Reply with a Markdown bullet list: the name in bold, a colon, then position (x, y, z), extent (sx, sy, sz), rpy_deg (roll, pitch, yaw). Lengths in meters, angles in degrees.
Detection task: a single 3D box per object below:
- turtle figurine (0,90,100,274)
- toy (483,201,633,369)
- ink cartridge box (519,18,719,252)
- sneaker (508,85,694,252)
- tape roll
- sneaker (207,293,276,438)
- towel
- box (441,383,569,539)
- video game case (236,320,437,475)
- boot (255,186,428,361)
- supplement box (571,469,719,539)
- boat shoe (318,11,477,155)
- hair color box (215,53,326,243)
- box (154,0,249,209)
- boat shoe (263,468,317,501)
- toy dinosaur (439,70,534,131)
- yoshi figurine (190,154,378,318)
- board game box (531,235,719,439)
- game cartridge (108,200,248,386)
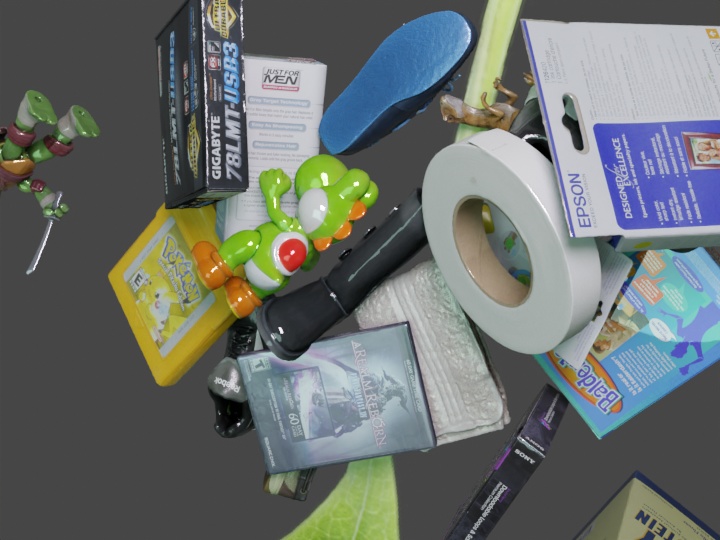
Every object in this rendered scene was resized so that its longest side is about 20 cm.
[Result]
- **turtle figurine**: position (-0.414, -0.111, 1.080), extent (0.144, 0.201, 0.194), rpy_deg (37, 117, -26)
- **toy**: position (0.174, -0.013, 0.840), extent (0.200, 0.047, 0.116), rpy_deg (43, 125, 39)
- **ink cartridge box**: position (0.235, -0.113, 0.718), extent (0.198, 0.047, 0.200), rpy_deg (-3, 69, -12)
- **sneaker**: position (0.204, -0.072, 0.762), extent (0.200, 0.091, 0.067), rpy_deg (42, 158, 5)
- **tape roll**: position (0.127, -0.024, 0.772), extent (0.203, 0.037, 0.204), rpy_deg (46, 150, 36)
- **sneaker**: position (-0.139, 0.112, 1.034), extent (0.066, 0.090, 0.202), rpy_deg (14, 109, 20)
- **towel**: position (0.075, 0.096, 0.962), extent (0.132, 0.034, 0.202), rpy_deg (-22, 93, 27)
- **box**: position (0.141, 0.224, 0.903), extent (0.036, 0.143, 0.201), rpy_deg (32, 115, 12)
- **video game case**: position (-0.027, 0.143, 0.967), extent (0.198, 0.019, 0.144), rpy_deg (-12, 100, 13)
- **boot**: position (0.000, 0.000, 0.885), extent (0.199, 0.165, 0.066), rpy_deg (-37, 90, 20)
- **supplement box**: position (0.252, 0.345, 0.850), extent (0.134, 0.200, 0.201), rpy_deg (37, 116, 11)
- **boat shoe**: position (0.039, -0.193, 0.888), extent (0.199, 0.068, 0.085), rpy_deg (-30, 78, 32)
- **hair color box**: position (-0.099, -0.128, 0.944), extent (0.098, 0.061, 0.202), rpy_deg (0, 109, -19)
- **box**: position (-0.170, -0.172, 0.918), extent (0.198, 0.049, 0.202), rpy_deg (-1, 91, 64)
- **boat shoe**: position (-0.051, 0.181, 1.030), extent (0.064, 0.073, 0.201), rpy_deg (24, 106, -11)
- **toy dinosaur**: position (0.174, -0.134, 0.853), extent (0.199, 0.060, 0.107), rpy_deg (35, 128, 16)
- **yoshi figurine**: position (-0.075, -0.048, 0.911), extent (0.199, 0.112, 0.113), rpy_deg (-34, 83, 7)
- **board game box**: position (0.266, 0.047, 0.853), extent (0.200, 0.045, 0.153), rpy_deg (-41, 83, 27)
- **game cartridge**: position (-0.214, 0.010, 1.046), extent (0.200, 0.032, 0.177), rpy_deg (-46, 63, 28)
